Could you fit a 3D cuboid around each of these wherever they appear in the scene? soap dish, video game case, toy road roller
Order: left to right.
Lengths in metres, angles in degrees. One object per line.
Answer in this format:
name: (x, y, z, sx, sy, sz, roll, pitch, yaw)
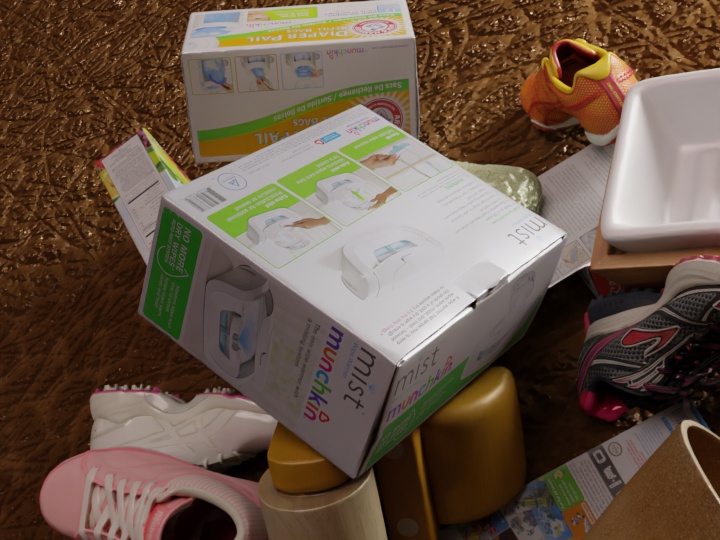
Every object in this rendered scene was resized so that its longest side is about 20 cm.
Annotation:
toy road roller: (0.028, 0.125, 0.770, 0.145, 0.124, 0.200, -6, 22, 14)
video game case: (0.152, 0.181, 0.757, 0.199, 0.018, 0.143, -29, 44, 4)
soap dish: (0.261, -0.058, 0.784, 0.199, 0.081, 0.158, -4, 52, 31)

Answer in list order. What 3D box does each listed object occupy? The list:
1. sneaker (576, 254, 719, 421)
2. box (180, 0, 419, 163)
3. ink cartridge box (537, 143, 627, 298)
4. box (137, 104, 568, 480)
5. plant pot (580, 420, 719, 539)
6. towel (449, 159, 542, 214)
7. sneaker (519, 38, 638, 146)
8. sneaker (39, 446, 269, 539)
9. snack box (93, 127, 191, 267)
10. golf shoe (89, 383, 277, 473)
sneaker: (0.208, 0.048, 0.761, 0.200, 0.080, 0.075, -38, 31, 63)
box: (-0.050, -0.168, 1.061, 0.199, 0.102, 0.113, -4, 30, -1)
ink cartridge box: (0.181, -0.037, 0.910, 0.199, 0.050, 0.109, -32, 44, 3)
box: (0.000, 0.000, 0.740, 0.176, 0.097, 0.200, 34, 38, 20)
plant pot: (0.158, 0.214, 0.627, 0.200, 0.186, 0.187, -45, 41, 16)
towel: (0.029, -0.028, 0.880, 0.199, 0.037, 0.149, 9, 55, 5)
sneaker: (0.173, -0.153, 0.964, 0.073, 0.077, 0.200, -32, 15, -5)
sneaker: (-0.151, 0.168, 0.848, 0.199, 0.105, 0.076, 6, 86, 16)
snack box: (-0.110, 0.002, 0.917, 0.053, 0.200, 0.143, -35, 54, 2)
golf shoe: (-0.123, 0.136, 0.931, 0.199, 0.075, 0.092, -2, 73, 27)
